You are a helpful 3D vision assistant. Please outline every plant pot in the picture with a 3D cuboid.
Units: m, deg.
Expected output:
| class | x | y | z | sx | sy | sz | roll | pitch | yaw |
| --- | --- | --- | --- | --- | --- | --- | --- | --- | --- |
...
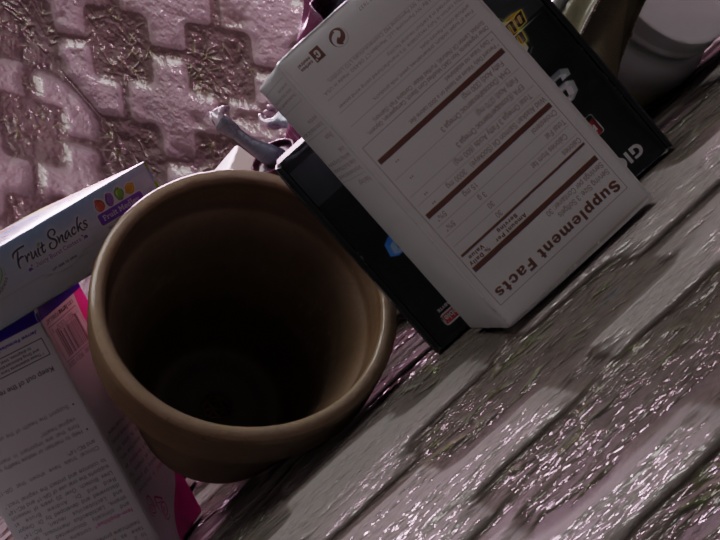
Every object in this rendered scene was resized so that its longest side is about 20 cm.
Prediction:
| class | x | y | z | sx | sy | sz | roll | pitch | yaw |
| --- | --- | --- | --- | --- | --- | --- | --- | --- | --- |
| plant pot | -0.087 | 0.058 | 1.429 | 0.200 | 0.200 | 0.175 | -44 | -13 | -26 |

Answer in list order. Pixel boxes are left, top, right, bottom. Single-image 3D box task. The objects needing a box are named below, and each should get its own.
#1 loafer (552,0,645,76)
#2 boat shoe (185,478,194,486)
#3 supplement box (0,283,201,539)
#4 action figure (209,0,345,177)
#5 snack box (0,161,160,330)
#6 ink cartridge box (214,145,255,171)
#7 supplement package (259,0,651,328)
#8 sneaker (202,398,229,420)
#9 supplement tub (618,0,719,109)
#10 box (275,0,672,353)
| class | x | y | z | sx | sy | sz | roll | pitch | yaw |
| --- | --- | --- | --- | --- | --- | --- | --- | --- | --- |
| loafer | 0.153 | -0.123 | 1.443 | 0.075 | 0.070 | 0.201 | 10 | -73 | -54 |
| boat shoe | -0.186 | 0.183 | 1.717 | 0.072 | 0.061 | 0.201 | -40 | 5 | 13 |
| supplement box | -0.209 | 0.122 | 1.504 | 0.103 | 0.201 | 0.101 | -27 | 7 | 14 |
| action figure | -0.016 | -0.105 | 1.453 | 0.134 | 0.148 | 0.201 | -50 | -24 | -62 |
| snack box | -0.240 | 0.003 | 1.435 | 0.200 | 0.053 | 0.142 | -35 | 9 | -39 |
| ink cartridge box | -0.115 | 0.000 | 1.578 | 0.116 | 0.067 | 0.200 | -47 | 12 | 22 |
| supplement package | 0.052 | -0.076 | 1.239 | 0.117 | 0.200 | 0.117 | -42 | 4 | -8 |
| sneaker | -0.053 | 0.088 | 1.585 | 0.200 | 0.070 | 0.076 | -46 | -19 | -32 |
| supplement tub | 0.167 | -0.176 | 1.588 | 0.145 | 0.145 | 0.200 | -45 | 5 | -41 |
| box | 0.070 | -0.073 | 1.338 | 0.200 | 0.159 | 0.046 | -41 | 7 | 3 |
